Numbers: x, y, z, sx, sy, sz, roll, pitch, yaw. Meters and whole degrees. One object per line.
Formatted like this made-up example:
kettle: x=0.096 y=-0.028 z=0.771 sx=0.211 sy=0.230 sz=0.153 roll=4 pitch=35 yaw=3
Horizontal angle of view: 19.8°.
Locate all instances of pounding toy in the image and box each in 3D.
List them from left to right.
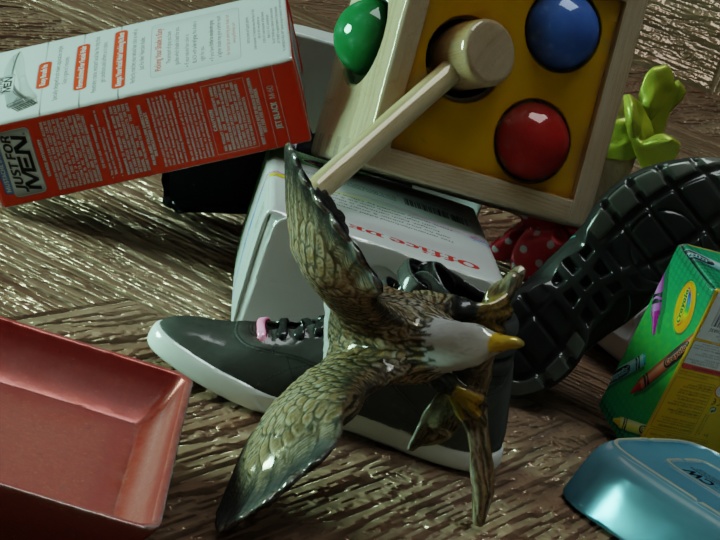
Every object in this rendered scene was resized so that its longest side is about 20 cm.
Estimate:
pounding toy: x=0.058 y=-0.114 z=1.263 sx=0.199 sy=0.185 sz=0.142 roll=15 pitch=1 yaw=-22

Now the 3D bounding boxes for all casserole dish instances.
casserole dish: x=0.197 y=0.136 z=1.083 sx=0.121 sy=0.039 sz=0.200 roll=6 pitch=18 yaw=-43

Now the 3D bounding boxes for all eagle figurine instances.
eagle figurine: x=0.002 y=0.032 z=0.943 sx=0.200 sy=0.151 sz=0.152 roll=5 pitch=53 yaw=-50

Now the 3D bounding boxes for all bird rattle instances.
bird rattle: x=0.151 y=-0.085 z=1.549 sx=0.163 sy=0.200 sz=0.113 roll=38 pitch=35 yaw=-10

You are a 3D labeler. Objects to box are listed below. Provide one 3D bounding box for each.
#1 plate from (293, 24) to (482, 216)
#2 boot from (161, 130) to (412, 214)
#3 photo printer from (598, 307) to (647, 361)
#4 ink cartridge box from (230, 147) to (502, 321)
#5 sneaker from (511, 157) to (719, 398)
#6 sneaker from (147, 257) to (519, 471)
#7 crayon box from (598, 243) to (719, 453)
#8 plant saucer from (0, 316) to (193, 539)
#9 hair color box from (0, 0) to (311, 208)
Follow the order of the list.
plate: x=0.008 y=-0.107 z=1.490 sx=0.199 sy=0.200 sz=0.032 roll=12 pitch=59 yaw=-6
boot: x=-0.049 y=-0.064 z=1.435 sx=0.167 sy=0.077 sz=0.200 roll=4 pitch=-10 yaw=5
photo printer: x=0.244 y=0.037 z=1.461 sx=0.199 sy=0.070 sz=0.166 roll=14 pitch=15 yaw=-16
ink cartridge box: x=0.000 y=0.000 z=1.250 sx=0.144 sy=0.084 sz=0.200 roll=18 pitch=13 yaw=-6
sneaker: x=0.148 y=-0.001 z=1.269 sx=0.076 sy=0.200 sz=0.079 roll=53 pitch=1 yaw=0
sneaker: x=-0.007 y=0.031 z=1.092 sx=0.199 sy=0.100 sz=0.071 roll=17 pitch=16 yaw=-3
crayon box: x=0.260 y=0.067 z=1.248 sx=0.199 sy=0.119 sz=0.058 roll=13 pitch=26 yaw=-23
plant saucer: x=-0.177 y=0.061 z=0.883 sx=0.199 sy=0.037 sz=0.200 roll=17 pitch=13 yaw=-5
hair color box: x=-0.136 y=-0.110 z=1.311 sx=0.199 sy=0.064 sz=0.111 roll=-11 pitch=31 yaw=2
